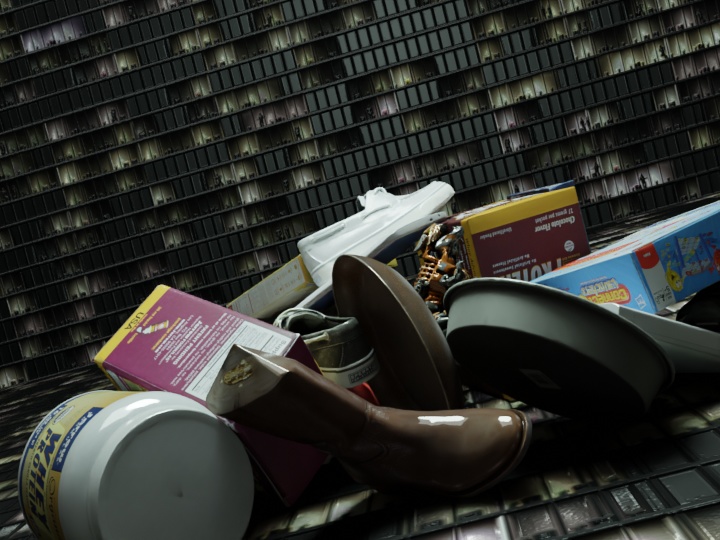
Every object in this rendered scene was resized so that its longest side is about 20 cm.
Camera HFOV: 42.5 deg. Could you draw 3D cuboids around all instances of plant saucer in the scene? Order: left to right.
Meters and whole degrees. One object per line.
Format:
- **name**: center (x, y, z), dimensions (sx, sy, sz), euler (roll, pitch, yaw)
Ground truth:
- **plant saucer**: center (0.036, 0.073, 0.829), dimensions (0.032, 0.203, 0.200), euler (-25, 7, -19)

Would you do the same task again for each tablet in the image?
- **tablet**: center (0.000, 0.000, 1.025), dimensions (0.199, 0.014, 0.130), euler (-37, -7, 33)

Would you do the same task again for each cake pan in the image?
- **cake pan**: center (0.155, 0.072, 0.763), dimensions (0.197, 0.037, 0.201), euler (22, -20, 8)

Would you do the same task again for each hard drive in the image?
- **hard drive**: center (0.243, 0.064, 0.823), dimensions (0.197, 0.027, 0.131), euler (14, -14, -33)

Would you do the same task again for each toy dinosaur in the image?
- **toy dinosaur**: center (0.095, 0.057, 0.919), dimensions (0.133, 0.205, 0.102), euler (1, 5, 14)

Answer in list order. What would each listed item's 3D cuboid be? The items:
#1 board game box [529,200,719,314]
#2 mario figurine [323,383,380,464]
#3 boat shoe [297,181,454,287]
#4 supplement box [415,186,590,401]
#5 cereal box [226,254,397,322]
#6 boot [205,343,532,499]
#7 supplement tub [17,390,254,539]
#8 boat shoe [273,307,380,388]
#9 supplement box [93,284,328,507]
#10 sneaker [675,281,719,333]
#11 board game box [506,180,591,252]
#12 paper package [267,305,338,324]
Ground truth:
- **board game box**: center (0.284, -0.009, 0.885), dimensions (0.193, 0.057, 0.200), euler (-23, -2, -20)
- **mario figurine**: center (-0.067, 0.177, 0.930), dimensions (0.197, 0.107, 0.124), euler (-26, 39, 3)
- **boat shoe**: center (0.017, -0.057, 1.062), dimensions (0.198, 0.069, 0.072), euler (-33, -6, -10)
- **supplement box**: center (0.170, 0.024, 1.069), dimensions (0.130, 0.201, 0.200), euler (-16, 4, -13)
- **cereal box**: center (-0.064, 0.020, 1.167), dimensions (0.142, 0.040, 0.199), euler (-11, -13, -37)
- **boot**: center (0.002, 0.105, 0.687), dimensions (0.185, 0.065, 0.199), euler (-26, -49, 39)
- **supplement tub**: center (-0.181, 0.170, 0.735), dimensions (0.143, 0.147, 0.199), euler (-17, 3, -34)
- **boat shoe**: center (-0.052, 0.068, 0.899), dimensions (0.070, 0.065, 0.198), euler (-29, 14, -32)
- **supplement box**: center (-0.128, 0.110, 0.853), dimensions (0.198, 0.132, 0.104), euler (16, 55, 39)
- **sneaker**: center (0.350, 0.029, 0.895), dimensions (0.073, 0.081, 0.199), euler (-5, -2, 33)
- **board game box**: center (0.242, -0.002, 1.130), dimensions (0.034, 0.204, 0.135), euler (-15, 3, -12)
- **paper package**: center (-0.045, 0.102, 1.119), dimensions (0.187, 0.106, 0.200), euler (-16, 4, -9)
